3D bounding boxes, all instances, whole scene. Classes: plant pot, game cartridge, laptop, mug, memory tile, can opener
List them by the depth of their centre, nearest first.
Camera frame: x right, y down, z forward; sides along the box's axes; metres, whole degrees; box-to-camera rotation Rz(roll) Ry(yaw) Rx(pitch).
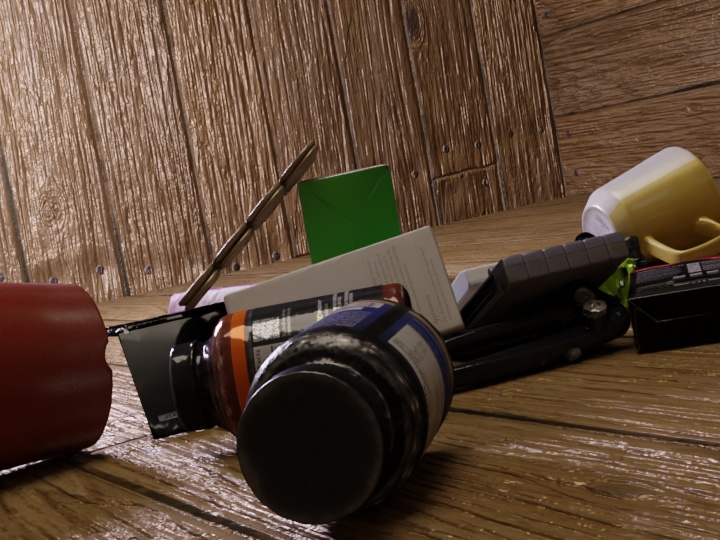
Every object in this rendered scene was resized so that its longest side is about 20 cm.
[{"bbox_3d":[-0.330,0.093,1.051,0.193,0.204,0.200,-3,-1,-37],"label":"plant pot"},{"bbox_3d":[0.151,0.064,1.079,0.198,0.079,0.064,-16,45,-25],"label":"can opener"},{"bbox_3d":[0.159,0.024,1.156,0.128,0.039,0.200,-17,-18,-20],"label":"game cartridge"},{"bbox_3d":[-0.108,-0.041,1.195,0.201,0.017,0.153,-52,5,-5],"label":"memory tile"},{"bbox_3d":[-0.151,0.088,1.203,0.175,0.105,0.200,-12,1,-22],"label":"laptop"},{"bbox_3d":[0.393,-0.076,1.656,0.151,0.151,0.186,-20,1,-19],"label":"mug"}]

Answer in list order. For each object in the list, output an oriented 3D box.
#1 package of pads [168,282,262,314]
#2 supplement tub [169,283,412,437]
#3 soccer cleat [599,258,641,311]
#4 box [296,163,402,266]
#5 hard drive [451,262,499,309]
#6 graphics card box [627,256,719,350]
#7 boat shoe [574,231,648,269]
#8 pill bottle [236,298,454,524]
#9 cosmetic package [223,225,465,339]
[{"bbox_3d":[-0.130,0.058,1.520,0.198,0.077,0.120,-7,-11,34],"label":"package of pads"},{"bbox_3d":[-0.050,0.078,0.988,0.197,0.109,0.107,-10,4,5],"label":"supplement tub"},{"bbox_3d":[0.251,0.022,1.296,0.080,0.068,0.200,-19,-5,21],"label":"soccer cleat"},{"bbox_3d":[0.000,0.000,1.234,0.095,0.203,0.176,-11,5,-2],"label":"box"},{"bbox_3d":[0.188,0.016,1.389,0.197,0.027,0.132,-13,-21,-20],"label":"hard drive"},{"bbox_3d":[0.312,0.025,1.133,0.124,0.052,0.200,-9,4,13],"label":"graphics card box"},{"bbox_3d":[0.297,-0.016,1.573,0.073,0.067,0.199,-12,5,-19],"label":"boat shoe"},{"bbox_3d":[-0.007,0.085,0.759,0.110,0.114,0.200,-9,4,14],"label":"pill bottle"},{"bbox_3d":[-0.013,0.045,1.100,0.197,0.103,0.074,-18,-18,1],"label":"cosmetic package"}]
